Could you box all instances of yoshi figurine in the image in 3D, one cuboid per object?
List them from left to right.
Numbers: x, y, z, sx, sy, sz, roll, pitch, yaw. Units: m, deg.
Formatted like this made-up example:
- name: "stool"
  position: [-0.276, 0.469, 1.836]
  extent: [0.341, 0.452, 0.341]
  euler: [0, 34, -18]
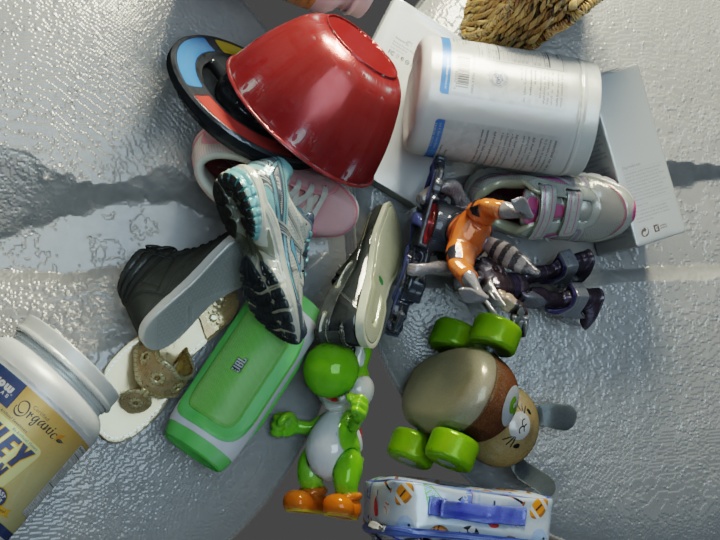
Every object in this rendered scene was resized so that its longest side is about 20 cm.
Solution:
- name: "yoshi figurine"
  position: [-0.036, 0.161, 1.634]
  extent: [0.111, 0.112, 0.202]
  euler: [11, 78, -10]

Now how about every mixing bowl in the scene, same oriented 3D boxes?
- name: "mixing bowl"
  position: [-0.031, -0.194, 1.588]
  extent: [0.200, 0.201, 0.109]
  euler: [39, 112, -10]

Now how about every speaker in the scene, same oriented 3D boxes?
- name: "speaker"
  position: [-0.123, 0.111, 1.620]
  extent: [0.088, 0.088, 0.201]
  euler: [36, 75, -11]

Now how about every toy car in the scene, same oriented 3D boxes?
- name: "toy car"
  position: [0.157, 0.166, 1.679]
  extent: [0.199, 0.157, 0.166]
  euler: [31, 71, -24]

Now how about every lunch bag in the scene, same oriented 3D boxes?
- name: "lunch bag"
  position: [0.100, 0.264, 1.636]
  extent: [0.198, 0.160, 0.077]
  euler: [8, 82, -17]

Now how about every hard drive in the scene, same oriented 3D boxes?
- name: "hard drive"
  position: [0.049, -0.191, 1.736]
  extent: [0.131, 0.026, 0.201]
  euler: [30, 77, -13]

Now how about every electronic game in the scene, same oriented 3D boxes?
- name: "electronic game"
  position: [-0.117, -0.179, 1.615]
  extent: [0.199, 0.201, 0.042]
  euler: [33, 118, -12]

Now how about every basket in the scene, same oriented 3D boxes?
- name: "basket"
  position: [0.216, -0.303, 1.709]
  extent: [0.148, 0.200, 0.144]
  euler: [20, 78, -15]

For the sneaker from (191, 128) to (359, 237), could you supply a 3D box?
- name: "sneaker"
  position: [-0.094, -0.082, 1.630]
  extent: [0.199, 0.105, 0.076]
  euler: [28, 106, -10]

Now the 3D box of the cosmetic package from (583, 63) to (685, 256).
- name: "cosmetic package"
  position: [0.299, -0.127, 1.770]
  extent: [0.071, 0.101, 0.202]
  euler: [-16, 90, -19]

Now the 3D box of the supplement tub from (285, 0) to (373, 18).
- name: "supplement tub"
  position: [-0.071, -0.366, 1.654]
  extent: [0.198, 0.144, 0.146]
  euler: [19, 79, -15]

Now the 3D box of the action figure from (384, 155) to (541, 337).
- name: "action figure"
  position: [0.103, -0.010, 1.631]
  extent: [0.104, 0.193, 0.202]
  euler: [16, 96, -22]

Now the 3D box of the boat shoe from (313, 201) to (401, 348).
- name: "boat shoe"
  position: [0.000, 0.000, 1.656]
  extent: [0.201, 0.067, 0.072]
  euler: [-72, 148, -41]

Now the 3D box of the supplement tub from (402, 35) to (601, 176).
- name: "supplement tub"
  position: [0.152, -0.180, 1.671]
  extent: [0.198, 0.132, 0.134]
  euler: [9, 82, -7]

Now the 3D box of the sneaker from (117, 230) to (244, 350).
- name: "sneaker"
  position: [-0.174, -0.013, 1.603]
  extent: [0.200, 0.099, 0.071]
  euler: [-40, 141, -11]

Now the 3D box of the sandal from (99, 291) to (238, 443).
- name: "sandal"
  position: [-0.204, 0.090, 1.604]
  extent: [0.078, 0.070, 0.212]
  euler: [44, 74, -9]

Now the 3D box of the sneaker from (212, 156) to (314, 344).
- name: "sneaker"
  position: [-0.076, -0.021, 1.548]
  extent: [0.086, 0.077, 0.202]
  euler: [-29, 118, -31]

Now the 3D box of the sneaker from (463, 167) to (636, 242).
- name: "sneaker"
  position: [0.208, -0.067, 1.703]
  extent: [0.197, 0.088, 0.082]
  euler: [3, 102, 11]

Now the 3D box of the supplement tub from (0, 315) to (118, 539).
- name: "supplement tub"
  position: [-0.349, 0.159, 1.504]
  extent: [0.144, 0.144, 0.200]
  euler: [43, 74, -9]

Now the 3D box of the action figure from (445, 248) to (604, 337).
- name: "action figure"
  position: [0.180, 0.021, 1.716]
  extent: [0.198, 0.070, 0.131]
  euler: [2, 52, -29]
